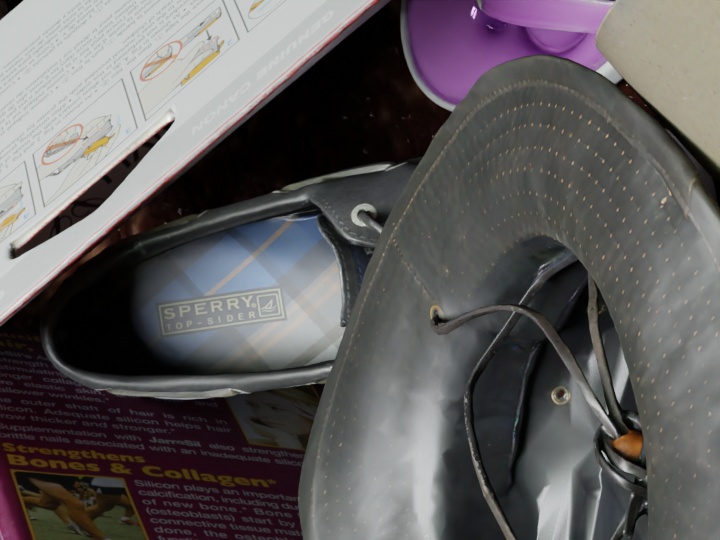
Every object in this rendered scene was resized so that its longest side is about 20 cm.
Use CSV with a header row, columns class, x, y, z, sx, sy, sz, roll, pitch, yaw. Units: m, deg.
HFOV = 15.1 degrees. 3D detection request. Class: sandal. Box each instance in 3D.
class,x,y,z,sx,sy,sz,roll,pitch,yaw
sandal,0.071,-0.101,0.752,0.202,0.050,0.083,-25,76,45

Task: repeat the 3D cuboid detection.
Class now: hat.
class,x,y,z,sx,sy,sz,roll,pitch,yaw
hat,0.063,0.050,0.646,0.200,0.081,0.201,1,91,61

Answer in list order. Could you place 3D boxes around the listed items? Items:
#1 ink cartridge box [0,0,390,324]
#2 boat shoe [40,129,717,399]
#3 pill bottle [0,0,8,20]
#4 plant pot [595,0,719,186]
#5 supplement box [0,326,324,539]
class,x,y,z,sx,sy,sz,roll,pitch,yaw
ink cartridge box,-0.073,-0.037,0.794,0.200,0.045,0.176,-39,29,8
boat shoe,0.000,0.000,0.773,0.199,0.066,0.070,-8,94,19
pill bottle,-0.185,-0.110,0.970,0.113,0.113,0.201,-14,84,46
plant pot,0.181,-0.018,0.575,0.187,0.187,0.200,-38,81,41
supplement box,-0.059,0.105,0.799,0.200,0.130,0.104,-122,42,-61
